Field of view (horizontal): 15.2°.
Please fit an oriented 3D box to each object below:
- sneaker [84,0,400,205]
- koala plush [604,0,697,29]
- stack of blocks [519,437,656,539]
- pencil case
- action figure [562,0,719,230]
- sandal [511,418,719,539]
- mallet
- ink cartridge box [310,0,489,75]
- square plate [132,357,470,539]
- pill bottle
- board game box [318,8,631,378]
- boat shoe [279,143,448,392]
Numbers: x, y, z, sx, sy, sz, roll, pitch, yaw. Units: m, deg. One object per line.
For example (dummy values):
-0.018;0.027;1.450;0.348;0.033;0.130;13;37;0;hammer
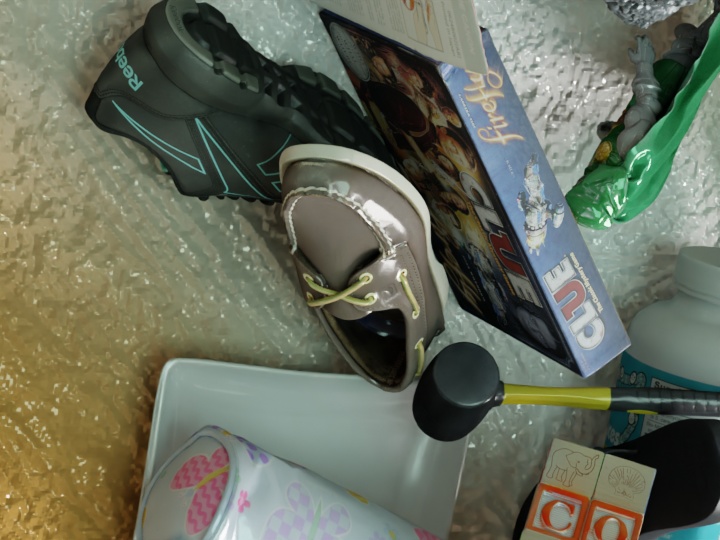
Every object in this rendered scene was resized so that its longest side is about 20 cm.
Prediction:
-0.057;-0.071;1.399;0.079;0.076;0.200;-40;132;21;sneaker
0.140;-0.244;1.385;0.177;0.184;0.200;-35;96;29;koala plush
0.101;0.192;1.445;0.058;0.200;0.116;17;57;5;stack of blocks
-0.024;0.159;1.433;0.200;0.083;0.091;32;69;-31;pencil case
0.158;-0.084;1.445;0.200;0.054;0.118;-53;168;-45;action figure
0.137;0.128;1.500;0.043;0.200;0.077;2;65;-32;sandal
0.128;0.066;1.459;0.199;0.066;0.041;0;68;-2;mallet
0.014;-0.194;1.312;0.047;0.200;0.161;-23;115;-20;ink cartridge box
-0.041;0.146;1.486;0.199;0.028;0.199;5;102;-30;square plate
0.198;0.091;1.552;0.110;0.111;0.201;4;102;-30;pill bottle
0.060;-0.049;1.419;0.035;0.135;0.201;-35;118;-15;board game box
0.000;0.000;1.393;0.200;0.071;0.060;63;37;-62;boat shoe
